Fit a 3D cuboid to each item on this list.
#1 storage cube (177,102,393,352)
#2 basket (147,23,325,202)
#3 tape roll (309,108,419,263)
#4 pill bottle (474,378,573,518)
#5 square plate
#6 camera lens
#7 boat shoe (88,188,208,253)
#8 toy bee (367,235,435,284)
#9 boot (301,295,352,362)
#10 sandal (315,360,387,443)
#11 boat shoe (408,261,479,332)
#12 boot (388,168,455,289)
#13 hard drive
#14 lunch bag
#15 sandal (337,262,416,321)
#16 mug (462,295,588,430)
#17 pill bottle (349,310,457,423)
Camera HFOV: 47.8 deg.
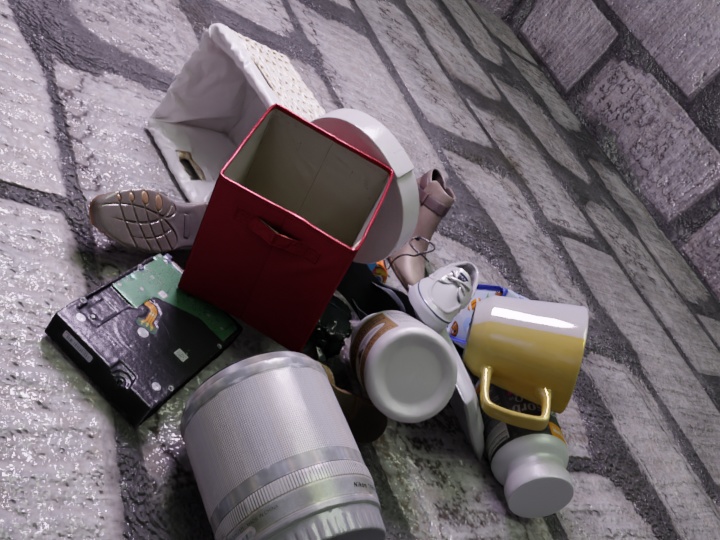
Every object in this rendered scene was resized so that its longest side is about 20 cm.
[{"bbox_3d":[-0.085,-0.050,0.957,0.169,0.181,0.201,28,38,-3],"label":"storage cube"},{"bbox_3d":[-0.165,-0.203,1.169,0.160,0.200,0.200,-1,51,-54],"label":"basket"},{"bbox_3d":[-0.010,-0.107,1.058,0.037,0.203,0.203,-32,76,-38],"label":"tape roll"},{"bbox_3d":[0.236,0.243,1.177,0.115,0.117,0.202,27,32,-27],"label":"pill bottle"},{"bbox_3d":[0.127,0.143,1.148,0.199,0.028,0.202,68,-1,-54],"label":"square plate"},{"bbox_3d":[-0.079,0.194,0.791,0.158,0.160,0.202,10,43,-45],"label":"camera lens"},{"bbox_3d":[-0.254,-0.057,1.000,0.199,0.071,0.077,11,84,-55],"label":"boat shoe"},{"bbox_3d":[0.000,0.000,1.234,0.196,0.110,0.131,18,32,9],"label":"toy bee"},{"bbox_3d":[-0.086,0.020,1.108,0.161,0.073,0.200,32,30,-24],"label":"boot"},{"bbox_3d":[-0.060,0.147,0.996,0.210,0.078,0.070,32,6,-33],"label":"sandal"},{"bbox_3d":[0.119,0.024,1.106,0.074,0.065,0.200,48,21,0],"label":"boat shoe"},{"bbox_3d":[0.109,-0.079,1.410,0.069,0.146,0.202,21,36,-37],"label":"boot"},{"bbox_3d":[-0.230,0.066,0.895,0.140,0.038,0.200,44,29,0],"label":"hard drive"},{"bbox_3d":[0.221,0.101,1.322,0.168,0.126,0.199,28,-7,-24],"label":"lunch bag"},{"bbox_3d":[0.020,0.045,1.174,0.200,0.076,0.043,40,1,-35],"label":"sandal"},{"bbox_3d":[0.221,0.109,1.118,0.150,0.152,0.187,15,15,7],"label":"mug"},{"bbox_3d":[0.044,0.113,1.041,0.114,0.115,0.200,37,-1,-11],"label":"pill bottle"}]
